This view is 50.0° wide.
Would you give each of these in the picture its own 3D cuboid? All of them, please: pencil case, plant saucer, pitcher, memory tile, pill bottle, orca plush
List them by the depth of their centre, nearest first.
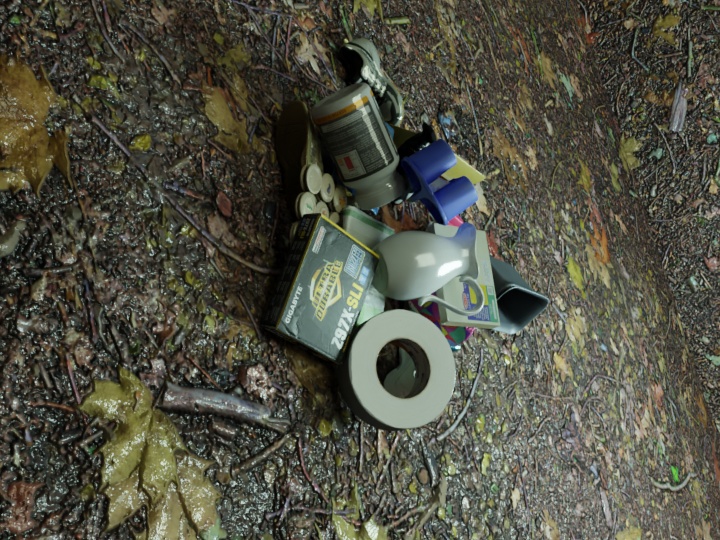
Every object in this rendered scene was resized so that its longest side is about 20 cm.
[{"bbox_3d":[-0.057,-0.085,1.347,0.200,0.017,0.155,31,65,-58],"label":"memory tile"},{"bbox_3d":[0.001,-0.217,1.361,0.117,0.115,0.202,-51,122,-50],"label":"pill bottle"},{"bbox_3d":[0.125,0.009,1.392,0.198,0.121,0.174,-10,77,-24],"label":"pitcher"},{"bbox_3d":[0.143,0.055,1.513,0.200,0.088,0.088,47,39,-4],"label":"pencil case"},{"bbox_3d":[0.088,-0.195,1.526,0.071,0.200,0.106,-36,86,-40],"label":"orca plush"},{"bbox_3d":[0.135,-0.239,1.631,0.199,0.199,0.049,27,92,-45],"label":"plant saucer"}]

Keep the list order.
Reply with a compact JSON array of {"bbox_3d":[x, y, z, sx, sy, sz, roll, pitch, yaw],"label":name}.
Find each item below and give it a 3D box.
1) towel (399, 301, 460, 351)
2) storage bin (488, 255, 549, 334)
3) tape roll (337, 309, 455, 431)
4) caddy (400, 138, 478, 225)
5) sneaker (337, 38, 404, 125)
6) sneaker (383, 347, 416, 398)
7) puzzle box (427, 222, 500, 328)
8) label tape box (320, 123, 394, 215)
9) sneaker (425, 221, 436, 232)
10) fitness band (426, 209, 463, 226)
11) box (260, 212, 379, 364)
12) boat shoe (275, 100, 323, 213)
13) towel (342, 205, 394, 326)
[{"bbox_3d":[0.152,0.067,1.617,0.200,0.022,0.148,38,46,-38],"label":"towel"},{"bbox_3d":[0.309,0.051,1.758,0.199,0.146,0.135,18,33,-48],"label":"storage bin"},{"bbox_3d":[0.062,0.172,1.328,0.198,0.066,0.203,6,73,-19],"label":"tape roll"},{"bbox_3d":[0.131,-0.154,1.399,0.142,0.104,0.200,57,2,-4],"label":"caddy"},{"bbox_3d":[0.015,-0.385,1.606,0.087,0.075,0.201,-25,84,-48],"label":"sneaker"},{"bbox_3d":[0.120,0.175,1.455,0.078,0.099,0.201,52,39,-25],"label":"sneaker"},{"bbox_3d":[0.200,0.012,1.498,0.132,0.025,0.202,8,66,-31],"label":"puzzle box"},{"bbox_3d":[-0.013,-0.222,1.490,0.143,0.066,0.202,35,57,-40],"label":"label tape box"},{"bbox_3d":[0.155,-0.054,1.630,0.075,0.081,0.200,38,9,11],"label":"sneaker"},{"bbox_3d":[0.168,-0.138,1.661,0.200,0.037,0.144,39,15,-33],"label":"fitness band"},{"bbox_3d":[-0.062,0.032,1.268,0.159,0.049,0.202,35,68,-42],"label":"box"},{"bbox_3d":[-0.102,-0.196,1.361,0.062,0.073,0.203,2,83,-59],"label":"boat shoe"},{"bbox_3d":[0.000,0.000,1.401,0.149,0.030,0.203,24,71,-49],"label":"towel"}]
